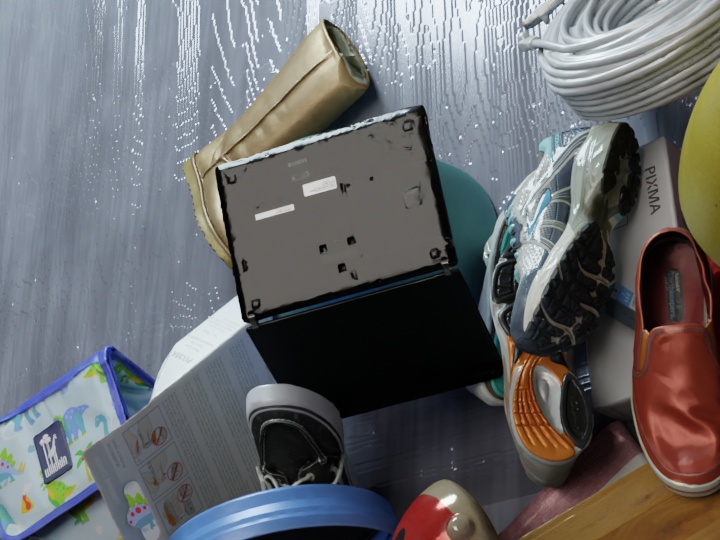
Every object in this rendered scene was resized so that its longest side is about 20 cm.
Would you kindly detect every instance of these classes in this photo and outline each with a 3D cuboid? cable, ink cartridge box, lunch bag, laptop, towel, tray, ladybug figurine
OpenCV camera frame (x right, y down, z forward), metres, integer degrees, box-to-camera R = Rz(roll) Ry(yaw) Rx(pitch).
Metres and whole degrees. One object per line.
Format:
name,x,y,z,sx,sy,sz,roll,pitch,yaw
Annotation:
cable,0.230,-0.193,1.395,0.199,0.069,0.200,-35,24,3
ink cartridge box,-0.131,0.142,1.479,0.200,0.161,0.047,-37,35,-27
lunch bag,-0.222,0.187,1.580,0.169,0.127,0.201,-33,91,23
laptop,0.000,0.000,1.412,0.176,0.103,0.202,-16,76,15
towel,0.194,0.227,1.336,0.144,0.023,0.200,-46,51,13
ink cartridge box,0.248,-0.006,1.373,0.175,0.045,0.202,-22,59,33
tray,0.207,0.190,1.280,0.199,0.037,0.099,-31,52,0
ladybug figurine,0.065,0.231,1.328,0.071,0.201,0.136,-22,55,-11

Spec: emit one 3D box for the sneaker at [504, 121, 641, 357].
sneaker,0.146,-0.022,1.372,0.086,0.078,0.201,2,55,36

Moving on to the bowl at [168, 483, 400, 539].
bowl,-0.061,0.223,1.429,0.200,0.200,0.040,-30,57,27

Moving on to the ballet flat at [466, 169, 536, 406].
ballet flat,0.120,0.010,1.467,0.069,0.069,0.202,6,76,41

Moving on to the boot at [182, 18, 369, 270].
boot,-0.070,-0.111,1.672,0.200,0.066,0.176,-42,51,18

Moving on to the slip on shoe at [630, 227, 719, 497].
slip on shoe,0.225,0.061,1.291,0.073,0.061,0.202,-6,66,13

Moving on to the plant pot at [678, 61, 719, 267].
plant pot,0.312,-0.100,1.242,0.198,0.142,0.202,-7,59,11

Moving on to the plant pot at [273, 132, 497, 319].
plant pot,-0.009,-0.022,1.517,0.199,0.160,0.203,-16,63,34

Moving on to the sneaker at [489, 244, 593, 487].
sneaker,0.133,0.072,1.394,0.075,0.092,0.202,2,57,-1

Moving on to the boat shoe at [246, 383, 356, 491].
boat shoe,-0.047,0.162,1.448,0.073,0.200,0.069,-2,56,7
